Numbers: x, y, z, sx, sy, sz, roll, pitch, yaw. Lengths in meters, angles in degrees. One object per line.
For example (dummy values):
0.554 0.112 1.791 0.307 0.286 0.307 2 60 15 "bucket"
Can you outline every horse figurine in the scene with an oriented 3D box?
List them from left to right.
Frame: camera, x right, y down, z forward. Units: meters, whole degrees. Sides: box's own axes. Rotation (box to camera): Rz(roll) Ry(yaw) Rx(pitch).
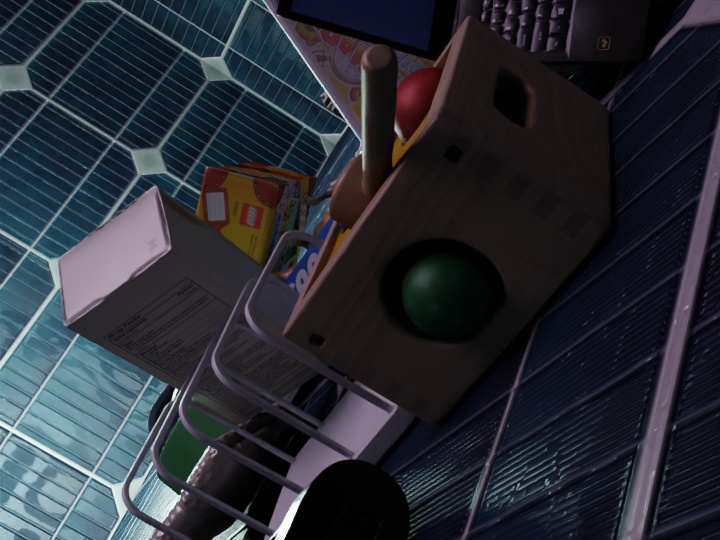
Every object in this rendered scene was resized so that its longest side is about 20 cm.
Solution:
-0.018 -0.060 0.993 0.132 0.050 0.200 -25 33 47 "horse figurine"

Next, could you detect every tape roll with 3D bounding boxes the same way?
-0.111 0.132 0.978 0.200 0.048 0.200 -51 -12 -15 "tape roll"

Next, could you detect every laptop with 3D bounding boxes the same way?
0.072 -0.223 0.613 0.103 0.200 0.177 15 -97 -58 "laptop"

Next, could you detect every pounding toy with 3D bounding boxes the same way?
0.037 -0.040 0.547 0.184 0.142 0.200 -54 8 32 "pounding toy"

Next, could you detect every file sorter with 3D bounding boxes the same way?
-0.056 0.093 0.704 0.200 0.124 0.139 -54 9 30 "file sorter"

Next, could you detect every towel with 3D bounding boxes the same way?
-0.119 0.185 0.893 0.133 0.034 0.200 -58 -10 9 "towel"

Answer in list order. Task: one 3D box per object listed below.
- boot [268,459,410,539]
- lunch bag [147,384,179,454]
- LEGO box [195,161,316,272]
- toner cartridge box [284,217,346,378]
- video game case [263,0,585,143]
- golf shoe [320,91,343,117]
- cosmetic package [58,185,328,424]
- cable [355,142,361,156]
-0.054 0.200 0.500 0.200 0.077 0.138 -47 -5 -37 "boot"
-0.165 0.149 1.210 0.200 0.127 0.170 -61 2 38 "lunch bag"
-0.119 -0.006 1.048 0.149 0.077 0.200 -36 -39 -75 "LEGO box"
0.000 0.000 0.844 0.200 0.043 0.095 -52 48 43 "toner cartridge box"
0.043 -0.183 0.679 0.182 0.200 0.023 -35 -7 2 "video game case"
0.062 -0.099 0.753 0.078 0.097 0.200 -53 51 16 "golf shoe"
-0.123 0.033 0.787 0.105 0.200 0.071 -33 47 13 "cosmetic package"
0.082 -0.216 1.279 0.200 0.069 0.200 -59 8 -12 "cable"
